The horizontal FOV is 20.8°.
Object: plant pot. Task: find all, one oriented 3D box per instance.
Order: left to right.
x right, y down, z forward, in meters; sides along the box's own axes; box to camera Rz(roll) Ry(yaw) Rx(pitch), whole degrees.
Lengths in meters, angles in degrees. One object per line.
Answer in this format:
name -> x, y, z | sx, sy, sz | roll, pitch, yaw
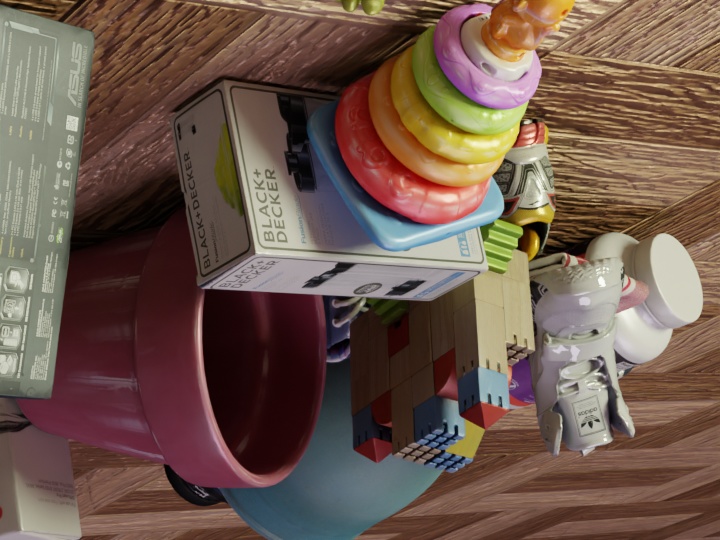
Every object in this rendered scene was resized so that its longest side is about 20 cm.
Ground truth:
plant pot -> -0.143, 0.052, 1.386 | 0.177, 0.202, 0.200 | -2, 168, 24
plant pot -> 0.001, 0.113, 1.612 | 0.199, 0.202, 0.187 | 3, 160, -39

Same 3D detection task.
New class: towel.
towel -> 0.127, 0.025, 1.500 | 0.143, 0.023, 0.200 | -18, 166, 22

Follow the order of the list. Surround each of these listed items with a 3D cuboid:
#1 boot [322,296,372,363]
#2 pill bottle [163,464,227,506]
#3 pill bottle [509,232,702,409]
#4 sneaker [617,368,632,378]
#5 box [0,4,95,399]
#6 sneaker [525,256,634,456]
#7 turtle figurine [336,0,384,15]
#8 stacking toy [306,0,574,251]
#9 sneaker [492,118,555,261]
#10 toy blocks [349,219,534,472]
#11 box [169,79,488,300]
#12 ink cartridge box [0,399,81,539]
boot -> 0.000, 0.000, 1.448 | 0.072, 0.091, 0.200 | -6, 162, -17
pill bottle -> -0.099, 0.157, 1.854 | 0.111, 0.113, 0.199 | 3, 158, -40
pill bottle -> 0.185, 0.038, 1.656 | 0.199, 0.113, 0.112 | -24, 159, 35
sneaker -> 0.156, 0.090, 1.864 | 0.197, 0.080, 0.130 | -8, 164, -10
box -> -0.216, -0.039, 0.989 | 0.051, 0.202, 0.157 | 4, 177, 37
sneaker -> 0.162, 0.066, 1.416 | 0.074, 0.116, 0.200 | -13, 165, -6
turtle figurine -> 0.004, -0.170, 0.948 | 0.198, 0.065, 0.161 | -22, 170, 4
stacking toy -> 0.064, -0.111, 1.146 | 0.115, 0.110, 0.200 | -18, 159, -38
sneaker -> 0.090, -0.036, 1.406 | 0.077, 0.083, 0.200 | -9, 164, -11
toy blocks -> 0.055, 0.073, 1.358 | 0.099, 0.138, 0.200 | 17, 146, -30
box -> -0.018, -0.047, 1.243 | 0.199, 0.118, 0.060 | 5, 157, -41
ink cartridge box -> -0.297, 0.116, 1.437 | 0.144, 0.202, 0.084 | -18, 162, 21
